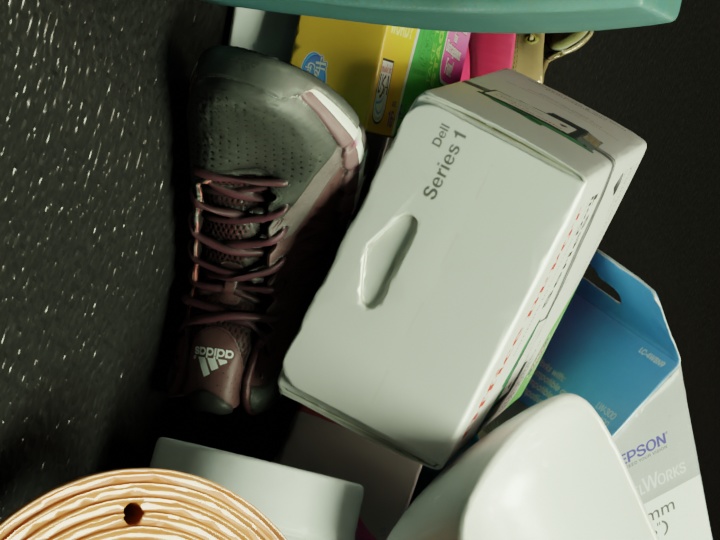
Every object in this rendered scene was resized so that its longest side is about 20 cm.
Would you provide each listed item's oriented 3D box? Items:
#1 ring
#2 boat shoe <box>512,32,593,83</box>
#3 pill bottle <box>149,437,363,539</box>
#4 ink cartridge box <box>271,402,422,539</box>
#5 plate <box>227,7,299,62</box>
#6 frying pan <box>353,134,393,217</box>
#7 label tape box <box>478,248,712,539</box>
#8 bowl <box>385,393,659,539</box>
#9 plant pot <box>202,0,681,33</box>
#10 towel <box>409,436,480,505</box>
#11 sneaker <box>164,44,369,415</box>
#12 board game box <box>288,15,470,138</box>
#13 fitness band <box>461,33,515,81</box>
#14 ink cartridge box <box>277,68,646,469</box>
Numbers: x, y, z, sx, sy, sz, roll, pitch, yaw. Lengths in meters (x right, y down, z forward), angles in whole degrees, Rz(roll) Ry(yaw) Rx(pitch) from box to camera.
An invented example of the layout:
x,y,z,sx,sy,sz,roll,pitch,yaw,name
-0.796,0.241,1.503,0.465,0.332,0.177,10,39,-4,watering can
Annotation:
x,y,z,sx,sy,sz,roll,pitch,yaw,name
-0.093,0.174,1.114,0.200,0.019,0.201,-3,94,-38,ring
0.101,-0.149,1.677,0.200,0.066,0.074,-61,158,-47,boat shoe
-0.064,0.176,1.221,0.120,0.120,0.200,29,73,-75,pill bottle
-0.031,0.151,1.365,0.116,0.067,0.200,114,-3,-57,ink cartridge box
-0.005,-0.170,1.335,0.200,0.032,0.200,-20,121,-73,plate
0.005,-0.011,1.497,0.115,0.031,0.190,-64,166,-53,frying pan
0.106,0.080,1.461,0.066,0.143,0.200,-26,122,-18,label tape box
0.076,0.167,1.260,0.200,0.075,0.200,67,27,-6,bowl
0.029,-0.159,1.138,0.141,0.200,0.141,-1,104,-75,plant pot
0.018,0.132,1.472,0.147,0.022,0.200,-63,-169,9,towel
-0.046,-0.001,1.240,0.200,0.076,0.116,76,33,-60,sneaker
0.023,-0.158,1.303,0.153,0.040,0.200,-1,103,-75,board game box
0.043,-0.045,1.533,0.144,0.037,0.200,-84,-173,-62,fitness band
0.049,-0.005,1.308,0.146,0.084,0.200,-64,172,12,ink cartridge box
